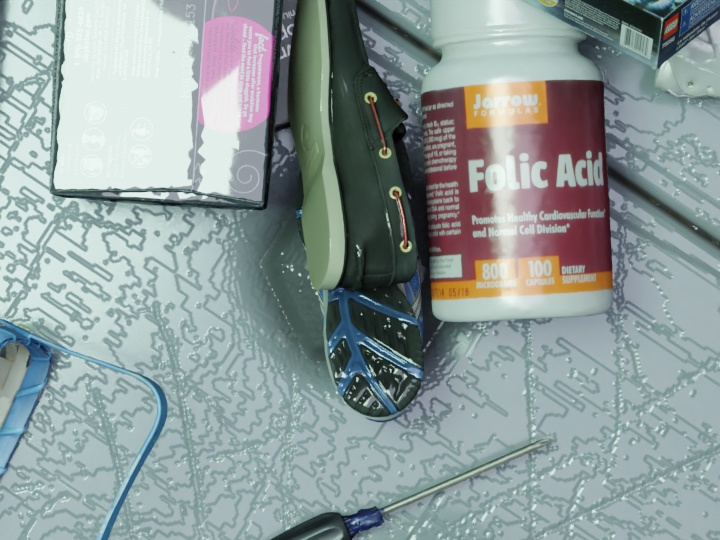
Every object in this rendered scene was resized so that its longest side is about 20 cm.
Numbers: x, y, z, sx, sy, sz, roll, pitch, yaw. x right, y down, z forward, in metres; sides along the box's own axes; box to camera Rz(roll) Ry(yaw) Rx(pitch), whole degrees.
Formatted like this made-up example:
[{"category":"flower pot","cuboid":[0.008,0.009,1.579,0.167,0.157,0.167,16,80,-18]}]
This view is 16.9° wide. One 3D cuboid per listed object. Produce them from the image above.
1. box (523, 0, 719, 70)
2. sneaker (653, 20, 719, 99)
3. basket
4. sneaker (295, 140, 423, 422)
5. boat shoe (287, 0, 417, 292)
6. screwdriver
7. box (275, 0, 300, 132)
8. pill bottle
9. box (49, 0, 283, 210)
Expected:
[{"category":"box","cuboid":[0.137,-0.206,1.443,0.199,0.040,0.137,31,49,27]},{"category":"sneaker","cuboid":[0.243,-0.133,1.519,0.200,0.075,0.100,39,105,0]},{"category":"basket","cuboid":[-0.233,0.114,1.456,0.199,0.139,0.177,23,88,8]},{"category":"sneaker","cuboid":[0.000,0.000,1.502,0.075,0.077,0.201,-2,72,1]},{"category":"boat shoe","cuboid":[-0.006,-0.084,1.457,0.063,0.074,0.203,-1,69,-16]},{"category":"screwdriver","cuboid":[0.029,0.149,1.523,0.199,0.028,0.029,-19,121,-3]},{"category":"box","cuboid":[-0.103,-0.173,1.514,0.142,0.036,0.201,-22,92,-2]},{"category":"pill bottle","cuboid":[0.095,-0.071,1.481,0.113,0.114,0.201,-3,90,-2]},{"category":"box","cuboid":[-0.113,-0.139,1.440,0.131,0.115,0.201,4,89,0]}]
